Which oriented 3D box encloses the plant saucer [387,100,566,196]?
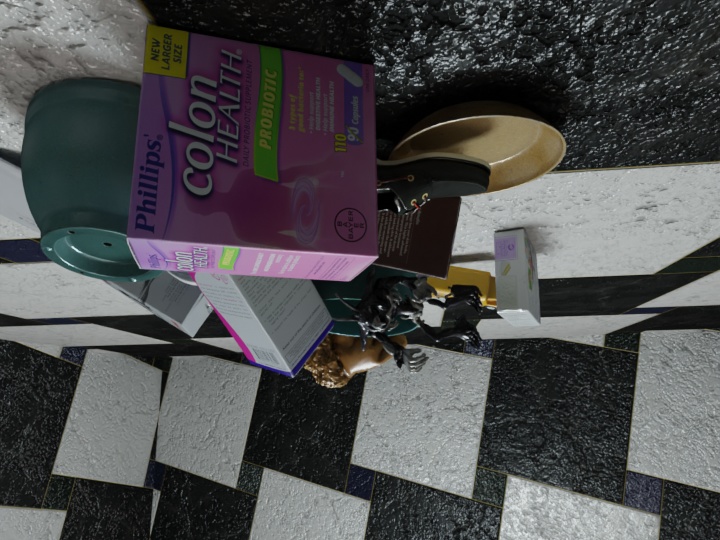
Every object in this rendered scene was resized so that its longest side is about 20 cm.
[{"bbox_3d":[0.127,-0.137,0.595,0.194,0.036,0.201,-1,165,0],"label":"plant saucer"}]

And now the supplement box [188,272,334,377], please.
[{"bbox_3d":[-0.133,0.024,0.686,0.100,0.104,0.202,6,134,42],"label":"supplement box"}]

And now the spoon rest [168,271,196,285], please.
[{"bbox_3d":[-0.276,-0.045,0.725,0.198,0.061,0.099,37,167,-2],"label":"spoon rest"}]

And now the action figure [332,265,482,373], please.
[{"bbox_3d":[0.067,0.059,0.683,0.195,0.122,0.102,0,-165,-18],"label":"action figure"}]

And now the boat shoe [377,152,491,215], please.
[{"bbox_3d":[0.047,-0.090,0.582,0.196,0.065,0.074,-2,164,-1],"label":"boat shoe"}]

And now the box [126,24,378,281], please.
[{"bbox_3d":[-0.089,-0.093,0.466,0.195,0.181,0.097,4,166,-16],"label":"box"}]

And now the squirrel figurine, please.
[{"bbox_3d":[-0.047,0.099,0.965,0.198,0.189,0.141,-34,-169,-9],"label":"squirrel figurine"}]

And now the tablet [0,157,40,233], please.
[{"bbox_3d":[-0.414,-0.078,0.691,0.198,0.014,0.129,32,142,-31],"label":"tablet"}]

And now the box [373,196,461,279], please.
[{"bbox_3d":[0.021,-0.058,0.669,0.195,0.103,0.075,12,-178,6],"label":"box"}]

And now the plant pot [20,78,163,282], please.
[{"bbox_3d":[-0.253,-0.072,0.549,0.195,0.137,0.201,0,155,0],"label":"plant pot"}]

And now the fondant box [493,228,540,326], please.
[{"bbox_3d":[0.301,0.021,1.004,0.057,0.148,0.199,-5,166,23],"label":"fondant box"}]

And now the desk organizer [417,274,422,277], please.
[{"bbox_3d":[0.074,-0.013,0.968,0.070,0.079,0.199,-11,171,-26],"label":"desk organizer"}]

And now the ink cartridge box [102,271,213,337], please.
[{"bbox_3d":[-0.363,0.025,0.931,0.197,0.084,0.145,32,162,-1],"label":"ink cartridge box"}]

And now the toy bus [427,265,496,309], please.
[{"bbox_3d":[0.215,0.031,1.116,0.195,0.067,0.078,10,168,19],"label":"toy bus"}]

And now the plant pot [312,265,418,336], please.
[{"bbox_3d":[0.000,0.000,0.838,0.195,0.165,0.201,4,159,2],"label":"plant pot"}]
